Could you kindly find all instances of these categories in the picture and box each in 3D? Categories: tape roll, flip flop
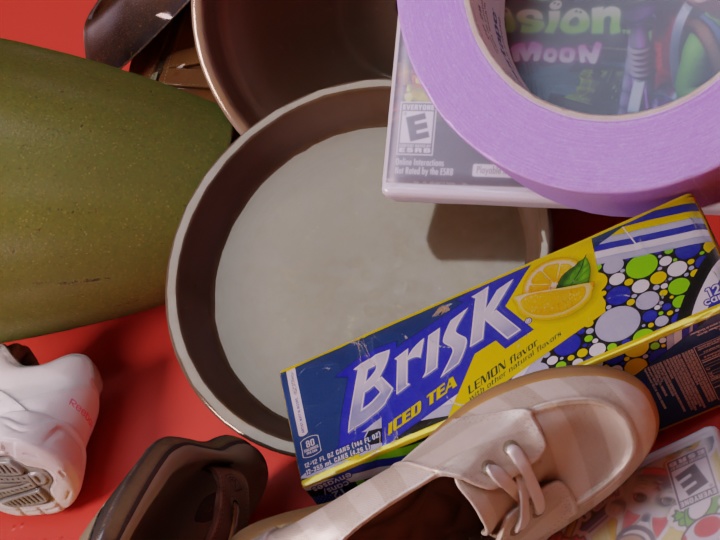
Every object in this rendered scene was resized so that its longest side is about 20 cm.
[{"bbox_3d":[0.120,-0.127,0.819,0.200,0.066,0.200,-3,81,18],"label":"tape roll"},{"bbox_3d":[-0.077,0.119,0.818,0.058,0.200,0.081,39,99,13],"label":"flip flop"}]

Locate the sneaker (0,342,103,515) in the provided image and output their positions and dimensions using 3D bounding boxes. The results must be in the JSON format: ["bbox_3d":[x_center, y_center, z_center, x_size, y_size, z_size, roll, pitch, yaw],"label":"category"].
[{"bbox_3d":[-0.220,0.087,1.039,0.200,0.078,0.099,-4,43,30],"label":"sneaker"}]

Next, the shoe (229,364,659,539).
[{"bbox_3d":[0.032,0.104,0.751,0.200,0.070,0.053,-28,22,12],"label":"shoe"}]

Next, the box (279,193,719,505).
[{"bbox_3d":[0.070,0.047,0.802,0.200,0.064,0.070,-23,45,9],"label":"box"}]

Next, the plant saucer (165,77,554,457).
[{"bbox_3d":[0.000,0.000,0.908,0.200,0.029,0.200,-8,65,17],"label":"plant saucer"}]

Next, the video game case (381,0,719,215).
[{"bbox_3d":[0.113,-0.119,0.865,0.200,0.023,0.182,3,83,20],"label":"video game case"}]

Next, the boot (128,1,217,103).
[{"bbox_3d":[-0.069,-0.141,1.097,0.200,0.077,0.155,-21,37,33],"label":"boot"}]

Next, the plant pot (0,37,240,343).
[{"bbox_3d":[-0.165,-0.041,1.015,0.200,0.187,0.187,2,50,4],"label":"plant pot"}]

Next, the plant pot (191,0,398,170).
[{"bbox_3d":[0.018,-0.142,0.987,0.201,0.201,0.093,-27,0,18],"label":"plant pot"}]

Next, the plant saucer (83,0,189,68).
[{"bbox_3d":[-0.110,-0.201,1.152,0.200,0.032,0.200,-43,17,17],"label":"plant saucer"}]

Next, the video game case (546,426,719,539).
[{"bbox_3d":[0.076,0.173,0.734,0.200,0.023,0.182,-28,41,17],"label":"video game case"}]
